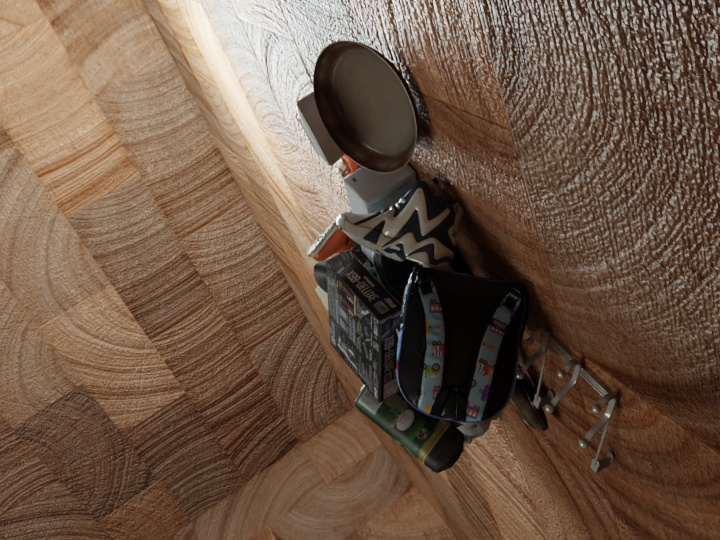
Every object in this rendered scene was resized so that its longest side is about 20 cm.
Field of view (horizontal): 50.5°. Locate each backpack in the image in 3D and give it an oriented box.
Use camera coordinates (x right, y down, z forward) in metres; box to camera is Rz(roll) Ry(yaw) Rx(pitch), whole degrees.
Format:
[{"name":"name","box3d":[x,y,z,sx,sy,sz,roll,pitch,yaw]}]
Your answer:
[{"name":"backpack","box3d":[0.137,0.111,1.077,0.135,0.180,0.203,90,-171,-77]}]

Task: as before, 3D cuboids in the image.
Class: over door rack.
[{"name":"over door rack","box3d":[0.289,0.193,1.080,0.148,0.066,0.201,50,166,39]}]

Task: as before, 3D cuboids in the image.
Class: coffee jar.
[{"name":"coffee jar","box3d":[0.090,0.266,1.335,0.199,0.086,0.104,37,175,19]}]

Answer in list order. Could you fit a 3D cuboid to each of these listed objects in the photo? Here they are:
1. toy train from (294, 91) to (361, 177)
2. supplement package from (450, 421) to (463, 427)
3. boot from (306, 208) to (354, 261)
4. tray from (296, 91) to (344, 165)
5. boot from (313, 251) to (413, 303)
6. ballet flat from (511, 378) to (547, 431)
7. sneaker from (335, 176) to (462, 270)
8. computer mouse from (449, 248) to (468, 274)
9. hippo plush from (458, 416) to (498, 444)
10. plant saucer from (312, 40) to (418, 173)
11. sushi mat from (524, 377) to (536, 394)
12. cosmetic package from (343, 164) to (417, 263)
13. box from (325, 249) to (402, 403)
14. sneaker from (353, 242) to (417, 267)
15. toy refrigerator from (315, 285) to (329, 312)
[{"name":"toy train","box3d":[-0.064,-0.251,1.455,0.200,0.055,0.151,48,165,39]},{"name":"supplement package","box3d":[0.133,0.166,1.352,0.199,0.122,0.120,38,167,8]},{"name":"boot","box3d":[-0.017,-0.055,1.482,0.108,0.200,0.075,52,138,-1]},{"name":"tray","box3d":[-0.049,-0.237,1.219,0.108,0.022,0.200,62,-155,-14]},{"name":"boot","box3d":[0.000,0.001,1.298,0.198,0.066,0.166,11,146,41]},{"name":"ballet flat","box3d":[0.235,0.182,1.215,0.201,0.046,0.068,52,-163,-17]},{"name":"sneaker","box3d":[0.064,-0.085,1.136,0.197,0.131,0.079,20,173,36]},{"name":"computer mouse","box3d":[0.158,0.020,1.221,0.202,0.046,0.140,63,163,-6]},{"name":"hippo plush","box3d":[0.178,0.275,1.536,0.161,0.158,0.201,51,166,34]},{"name":"plant saucer","box3d":[0.011,-0.236,1.095,0.199,0.032,0.202,31,142,28]},{"name":"sushi mat","box3d":[0.231,0.137,1.314,0.201,0.012,0.096,57,169,7]},{"name":"cosmetic package","box3d":[0.046,-0.094,1.283,0.071,0.101,0.201,49,166,33]},{"name":"box","box3d":[0.006,0.092,1.234,0.158,0.049,0.202,46,150,38]},{"name":"sneaker","box3d":[0.054,-0.016,1.403,0.200,0.115,0.076,48,162,41]},{"name":"toy refrigerator","box3d":[0.007,0.065,1.502,0.199,0.076,0.070,31,-161,-47]}]
